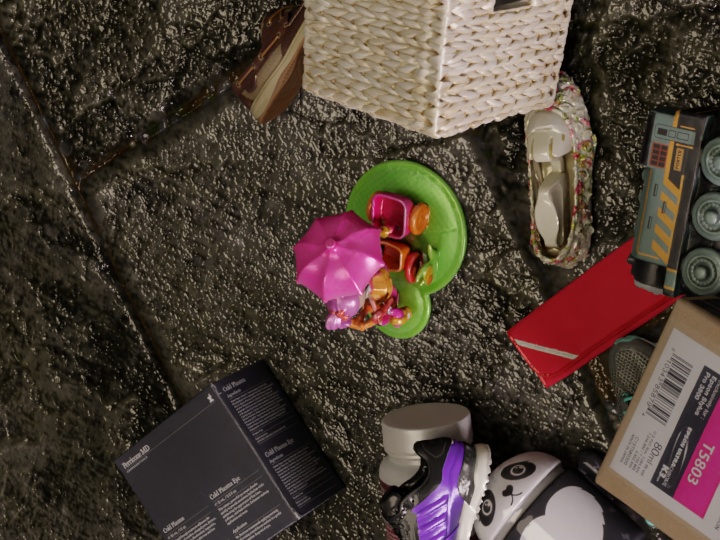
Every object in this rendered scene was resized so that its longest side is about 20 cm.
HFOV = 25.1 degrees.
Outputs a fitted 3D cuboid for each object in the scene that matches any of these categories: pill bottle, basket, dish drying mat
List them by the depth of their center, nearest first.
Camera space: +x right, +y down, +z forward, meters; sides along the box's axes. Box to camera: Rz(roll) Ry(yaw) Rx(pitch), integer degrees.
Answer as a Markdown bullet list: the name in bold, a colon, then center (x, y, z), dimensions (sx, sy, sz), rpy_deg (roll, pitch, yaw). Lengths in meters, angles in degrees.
- **basket**: center (0.074, -0.237, 1.538), dimensions (0.200, 0.198, 0.162), rpy_deg (22, 119, 40)
- **dish drying mat**: center (0.238, 0.040, 1.634), dimensions (0.200, 0.018, 0.077), rpy_deg (-39, 80, 34)
- **pill bottle**: center (0.081, 0.251, 1.736), dimensions (0.114, 0.114, 0.201), rpy_deg (1, 104, 32)

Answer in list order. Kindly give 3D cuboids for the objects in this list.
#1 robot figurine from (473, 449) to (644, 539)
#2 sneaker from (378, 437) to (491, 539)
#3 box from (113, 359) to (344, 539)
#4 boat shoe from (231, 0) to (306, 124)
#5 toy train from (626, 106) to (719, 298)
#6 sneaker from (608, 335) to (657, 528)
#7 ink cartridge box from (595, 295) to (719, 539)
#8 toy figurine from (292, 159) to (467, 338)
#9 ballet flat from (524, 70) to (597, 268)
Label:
- **robot figurine**: center (0.208, 0.275, 1.654), dimensions (0.200, 0.150, 0.125), rpy_deg (40, 134, 16)
- **sneaker**: center (0.061, 0.263, 1.644), dimensions (0.099, 0.070, 0.201), rpy_deg (14, 90, -11)
- **box**: center (-0.154, 0.237, 1.887), dimensions (0.200, 0.104, 0.182), rpy_deg (-37, 84, 34)
- **boat shoe**: center (-0.078, -0.250, 1.725), dimensions (0.072, 0.072, 0.200), rpy_deg (44, 128, 13)
- **toy train**: center (0.314, -0.063, 1.520), dimensions (0.114, 0.085, 0.201), rpy_deg (18, 110, 33)
- **sneaker**: center (0.289, 0.163, 1.593), dimensions (0.077, 0.091, 0.201), rpy_deg (-19, 93, 34)
- **ink cartridge box**: center (0.324, 0.147, 1.452), dimensions (0.165, 0.075, 0.201), rpy_deg (35, 112, 38)
- **toy figurine**: center (0.000, 0.000, 1.674), dimensions (0.150, 0.184, 0.201), rpy_deg (18, 113, 27)
- **ballet flat**: center (0.194, -0.097, 1.597), dimensions (0.075, 0.064, 0.201), rpy_deg (-2, 102, 33)
